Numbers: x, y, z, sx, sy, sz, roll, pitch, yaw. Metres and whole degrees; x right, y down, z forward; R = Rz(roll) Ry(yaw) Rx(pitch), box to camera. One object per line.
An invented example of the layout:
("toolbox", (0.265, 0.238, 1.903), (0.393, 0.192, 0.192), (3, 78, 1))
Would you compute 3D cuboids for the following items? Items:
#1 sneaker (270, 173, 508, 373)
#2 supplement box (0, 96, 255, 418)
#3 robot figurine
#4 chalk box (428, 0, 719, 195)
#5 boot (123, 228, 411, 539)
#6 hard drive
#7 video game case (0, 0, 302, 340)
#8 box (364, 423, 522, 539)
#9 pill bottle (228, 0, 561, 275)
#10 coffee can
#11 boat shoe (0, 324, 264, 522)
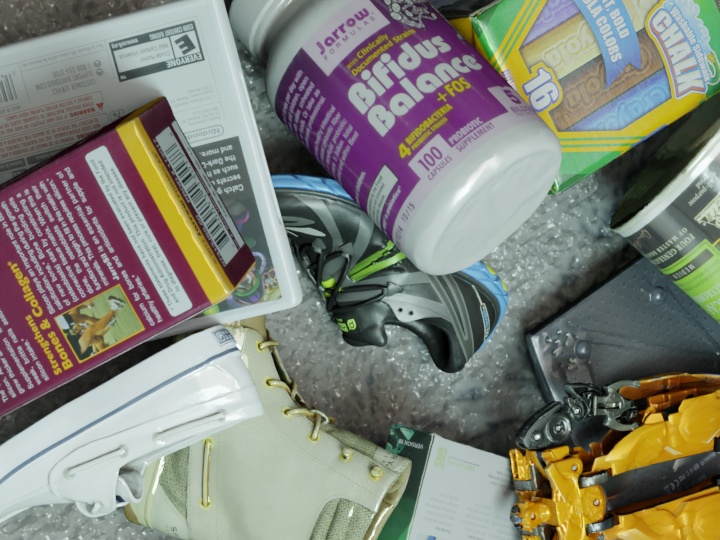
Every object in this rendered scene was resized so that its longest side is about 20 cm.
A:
("sneaker", (0.000, 0.000, 1.610), (0.199, 0.071, 0.083), (30, 79, -23))
("supplement box", (-0.173, 0.002, 1.463), (0.199, 0.086, 0.111), (-27, 97, 13))
("robot figurine", (0.176, 0.131, 1.657), (0.199, 0.058, 0.146), (-12, 96, -25))
("chalk box", (0.144, -0.146, 1.644), (0.199, 0.124, 0.124), (-31, 104, -20))
("boot", (-0.038, 0.078, 1.545), (0.154, 0.072, 0.201), (21, 96, 15))
("hard drive", (0.191, 0.095, 1.719), (0.135, 0.042, 0.201), (-34, 105, -21))
("video game case", (-0.150, -0.046, 1.506), (0.199, 0.023, 0.183), (-13, 99, 11))
("box", (0.040, 0.202, 1.619), (0.144, 0.036, 0.201), (23, 79, -57))
("pill bottle", (0.015, -0.102, 1.550), (0.112, 0.112, 0.200), (-35, 68, -20))
("coffee can", (0.276, -0.015, 1.650), (0.200, 0.146, 0.147), (41, 75, -4))
("boat shoe", (-0.147, 0.106, 1.502), (0.199, 0.074, 0.066), (-31, 82, 14))
